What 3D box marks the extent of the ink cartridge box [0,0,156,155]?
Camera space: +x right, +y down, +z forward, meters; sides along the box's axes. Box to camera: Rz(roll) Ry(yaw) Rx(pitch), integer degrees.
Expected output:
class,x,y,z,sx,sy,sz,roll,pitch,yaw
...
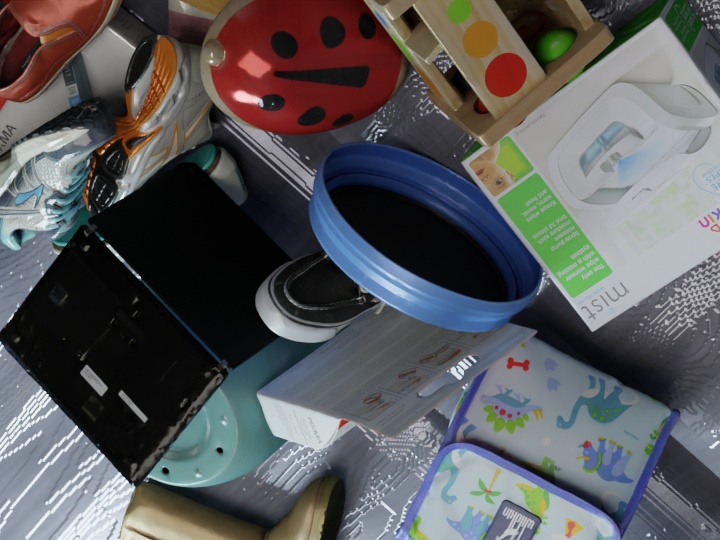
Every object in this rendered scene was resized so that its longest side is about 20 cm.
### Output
class,x,y,z,sx,sy,sz,roll,pitch,yaw
ink cartridge box,-0.284,-0.167,1.578,0.176,0.045,0.200,38,120,-3

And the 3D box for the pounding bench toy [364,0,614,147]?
class,x,y,z,sx,sy,sz,roll,pitch,yaw
pounding bench toy,0.116,-0.215,1.349,0.200,0.124,0.156,-40,118,0

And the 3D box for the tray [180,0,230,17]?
class,x,y,z,sx,sy,sz,roll,pitch,yaw
tray,-0.145,-0.270,1.445,0.199,0.037,0.099,27,122,30

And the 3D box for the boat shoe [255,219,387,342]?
class,x,y,z,sx,sy,sz,roll,pitch,yaw
boat shoe,0.002,0.002,1.474,0.068,0.198,0.074,-50,62,40

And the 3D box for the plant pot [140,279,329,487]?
class,x,y,z,sx,sy,sz,roll,pitch,yaw
plant pot,-0.136,0.093,1.583,0.199,0.161,0.202,7,116,15

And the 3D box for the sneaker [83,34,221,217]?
class,x,y,z,sx,sy,sz,roll,pitch,yaw
sneaker,-0.166,-0.111,1.529,0.200,0.091,0.076,-51,52,39

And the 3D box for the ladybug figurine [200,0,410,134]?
class,x,y,z,sx,sy,sz,roll,pitch,yaw
ladybug figurine,-0.035,-0.163,1.412,0.072,0.199,0.137,36,124,41

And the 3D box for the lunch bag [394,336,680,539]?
class,x,y,z,sx,sy,sz,roll,pitch,yaw
lunch bag,0.144,0.171,1.501,0.169,0.127,0.201,27,82,7

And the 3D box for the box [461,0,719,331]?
class,x,y,z,sx,sy,sz,roll,pitch,yaw
box,0.214,-0.084,1.421,0.199,0.097,0.177,-34,98,27

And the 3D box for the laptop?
class,x,y,z,sx,sy,sz,roll,pitch,yaw
laptop,-0.162,0.040,1.493,0.177,0.103,0.200,44,106,16

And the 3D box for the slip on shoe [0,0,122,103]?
class,x,y,z,sx,sy,sz,roll,pitch,yaw
slip on shoe,-0.252,-0.212,1.485,0.200,0.061,0.074,-46,71,30

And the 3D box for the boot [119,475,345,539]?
class,x,y,z,sx,sy,sz,roll,pitch,yaw
boot,-0.124,0.239,1.703,0.198,0.066,0.177,19,118,11

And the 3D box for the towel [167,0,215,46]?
class,x,y,z,sx,sy,sz,roll,pitch,yaw
towel,-0.087,-0.262,1.481,0.143,0.023,0.202,13,116,15

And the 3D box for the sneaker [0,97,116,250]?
class,x,y,z,sx,sy,sz,roll,pitch,yaw
sneaker,-0.255,-0.078,1.532,0.199,0.078,0.087,-25,101,46

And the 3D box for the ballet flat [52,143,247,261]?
class,x,y,z,sx,sy,sz,roll,pitch,yaw
ballet flat,-0.182,-0.043,1.596,0.199,0.070,0.070,-25,105,26

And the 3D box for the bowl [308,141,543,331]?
class,x,y,z,sx,sy,sz,roll,pitch,yaw
bowl,0.049,-0.026,1.441,0.200,0.201,0.040,32,119,2

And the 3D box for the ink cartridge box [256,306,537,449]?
class,x,y,z,sx,sy,sz,roll,pitch,yaw
ink cartridge box,0.032,0.090,1.464,0.199,0.160,0.048,12,130,55
